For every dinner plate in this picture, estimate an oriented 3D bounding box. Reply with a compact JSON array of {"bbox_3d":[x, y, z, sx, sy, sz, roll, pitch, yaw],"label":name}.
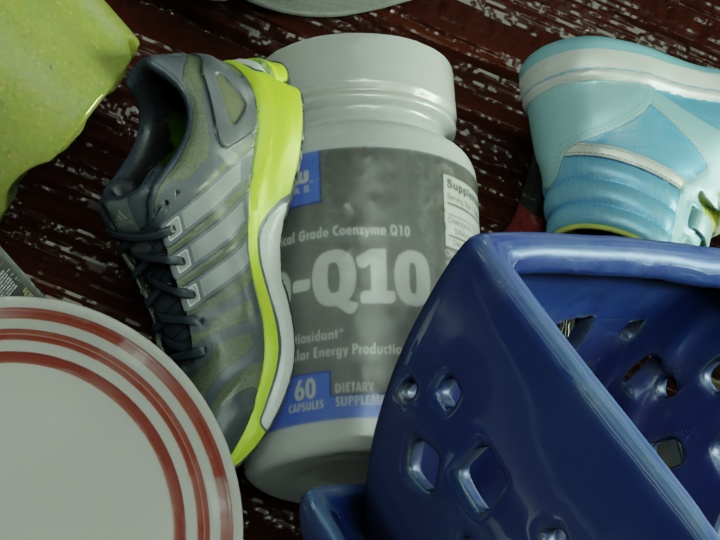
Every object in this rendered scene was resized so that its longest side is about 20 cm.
[{"bbox_3d":[-0.144,0.111,0.988,0.199,0.024,0.201,0,91,-22],"label":"dinner plate"}]

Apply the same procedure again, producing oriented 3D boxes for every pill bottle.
[{"bbox_3d":[0.000,0.000,1.117,0.113,0.114,0.201,3,70,-14],"label":"pill bottle"}]

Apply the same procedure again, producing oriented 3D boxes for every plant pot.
[{"bbox_3d":[-0.206,-0.112,1.075,0.184,0.200,0.201,41,66,-10],"label":"plant pot"},{"bbox_3d":[0.107,0.116,0.983,0.200,0.180,0.200,4,43,-48],"label":"plant pot"}]

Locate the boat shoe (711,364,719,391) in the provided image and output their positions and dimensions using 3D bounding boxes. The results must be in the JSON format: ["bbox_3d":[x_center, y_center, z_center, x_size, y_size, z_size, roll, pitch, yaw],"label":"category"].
[{"bbox_3d":[0.247,0.002,1.203,0.199,0.072,0.072,-20,77,-20],"label":"boat shoe"}]

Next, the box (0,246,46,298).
[{"bbox_3d":[-0.184,0.104,1.026,0.200,0.050,0.158,-53,123,-23],"label":"box"}]

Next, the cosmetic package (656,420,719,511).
[{"bbox_3d":[0.228,0.103,1.147,0.199,0.104,0.073,-7,72,-18],"label":"cosmetic package"}]

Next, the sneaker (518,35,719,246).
[{"bbox_3d":[0.167,-0.030,1.174,0.199,0.080,0.131,9,66,-22],"label":"sneaker"}]

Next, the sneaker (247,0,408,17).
[{"bbox_3d":[0.012,-0.192,1.217,0.199,0.071,0.099,-13,70,-22],"label":"sneaker"}]

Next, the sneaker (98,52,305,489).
[{"bbox_3d":[-0.078,-0.004,1.057,0.081,0.074,0.201,14,69,-39],"label":"sneaker"}]

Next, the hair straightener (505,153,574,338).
[{"bbox_3d":[0.107,-0.020,1.202,0.077,0.041,0.201,28,59,-25],"label":"hair straightener"}]

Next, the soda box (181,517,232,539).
[{"bbox_3d":[-0.025,0.186,1.033,0.200,0.064,0.068,41,86,20],"label":"soda box"}]
